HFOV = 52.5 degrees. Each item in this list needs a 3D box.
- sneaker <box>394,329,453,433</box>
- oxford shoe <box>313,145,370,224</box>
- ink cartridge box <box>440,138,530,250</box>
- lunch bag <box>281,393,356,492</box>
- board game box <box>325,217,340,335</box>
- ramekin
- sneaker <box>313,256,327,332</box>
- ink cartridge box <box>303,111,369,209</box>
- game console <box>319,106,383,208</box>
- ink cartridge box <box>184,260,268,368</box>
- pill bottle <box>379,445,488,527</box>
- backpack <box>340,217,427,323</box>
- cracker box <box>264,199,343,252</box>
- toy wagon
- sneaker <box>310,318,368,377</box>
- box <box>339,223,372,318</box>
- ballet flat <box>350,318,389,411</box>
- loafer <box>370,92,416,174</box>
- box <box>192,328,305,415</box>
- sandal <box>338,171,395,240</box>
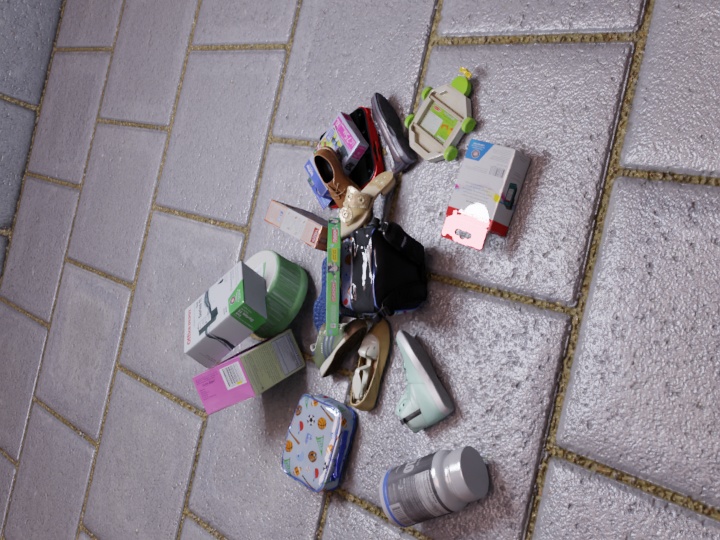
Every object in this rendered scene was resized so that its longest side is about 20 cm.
[{"bbox_3d":[0.096,0.230,1.499,0.118,0.073,0.204,-39,60,21],"label":"sneaker"},{"bbox_3d":[-0.049,-0.185,1.670,0.071,0.071,0.202,-33,96,24],"label":"oxford shoe"},{"bbox_3d":[0.246,-0.145,1.452,0.115,0.066,0.205,23,96,42],"label":"ink cartridge box"},{"bbox_3d":[-0.091,0.389,1.637,0.157,0.075,0.206,15,90,40],"label":"lunch bag"},{"bbox_3d":[-0.057,0.013,1.525,0.136,0.028,0.205,-94,6,-61],"label":"board game box"},{"bbox_3d":[-0.230,0.050,1.769,0.197,0.097,0.204,-28,43,29],"label":"ramekin"},{"bbox_3d":[-0.055,0.053,1.684,0.070,0.077,0.205,35,125,37],"label":"sneaker"},{"bbox_3d":[-0.068,-0.260,1.744,0.202,0.041,0.121,-54,48,28],"label":"ink cartridge box"},{"bbox_3d":[-0.024,-0.272,1.747,0.175,0.031,0.206,-28,63,41],"label":"game console"},{"bbox_3d":[-0.308,0.101,1.658,0.199,0.083,0.148,-39,37,18],"label":"ink cartridge box"},{"bbox_3d":[0.141,0.412,1.400,0.198,0.112,0.117,-30,63,33],"label":"pill bottle"},{"bbox_3d":[0.052,0.008,1.512,0.152,0.187,0.207,-2,83,45],"label":"backpack"},{"bbox_3d":[-0.116,-0.098,1.717,0.198,0.132,0.059,28,99,41],"label":"cracker box"},{"bbox_3d":[0.183,-0.334,1.567,0.155,0.039,0.203,46,110,37],"label":"toy wagon"},{"bbox_3d":[-0.059,0.150,1.628,0.091,0.066,0.202,56,136,23],"label":"sneaker"},{"bbox_3d":[0.000,0.000,1.622,0.063,0.069,0.207,7,94,39],"label":"box"},{"bbox_3d":[0.019,0.203,1.583,0.067,0.062,0.207,5,84,43],"label":"ballet flat"},{"bbox_3d":[0.059,-0.311,1.653,0.063,0.071,0.204,-40,60,32],"label":"loafer"},{"bbox_3d":[-0.260,0.237,1.720,0.173,0.199,0.099,-25,90,35],"label":"box"},{"bbox_3d":[-0.005,-0.163,1.601,0.076,0.071,0.212,14,53,44],"label":"sandal"}]
